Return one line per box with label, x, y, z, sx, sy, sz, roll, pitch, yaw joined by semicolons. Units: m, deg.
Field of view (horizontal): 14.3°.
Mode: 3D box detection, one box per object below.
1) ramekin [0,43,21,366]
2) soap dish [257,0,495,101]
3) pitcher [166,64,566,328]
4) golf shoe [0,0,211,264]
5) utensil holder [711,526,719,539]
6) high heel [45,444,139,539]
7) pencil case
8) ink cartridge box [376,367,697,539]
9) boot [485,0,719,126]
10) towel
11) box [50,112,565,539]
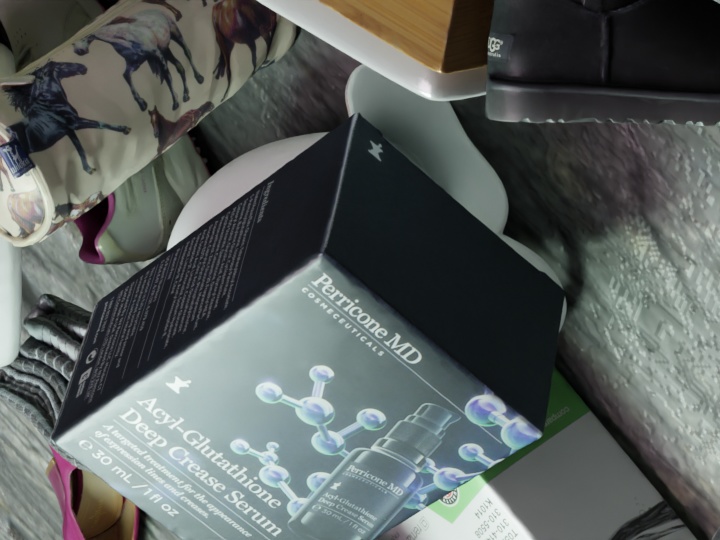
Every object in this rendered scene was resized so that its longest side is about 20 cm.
ramekin;-0.237;-0.036;1.578;0.200;0.097;0.201;179;90;-82
soap dish;0.022;-0.158;1.295;0.200;0.157;0.081;35;124;33
pitcher;0.000;0.000;1.489;0.172;0.121;0.200;50;136;-5
golf shoe;-0.165;-0.091;1.648;0.200;0.091;0.075;55;149;9
utensil holder;0.248;0.198;1.256;0.170;0.170;0.200;6;119;51
high heel;-0.157;0.140;1.843;0.096;0.067;0.200;62;164;13
pencil case;-0.122;-0.101;1.492;0.078;0.200;0.090;21;141;44
ink cartridge box;0.103;0.164;1.498;0.200;0.084;0.146;51;147;13
boot;0.131;-0.162;1.196;0.066;0.164;0.201;-157;68;-67
towel;-0.105;0.091;1.608;0.165;0.086;0.200;27;177;-30
box;-0.024;0.047;1.399;0.148;0.107;0.200;39;126;-22
